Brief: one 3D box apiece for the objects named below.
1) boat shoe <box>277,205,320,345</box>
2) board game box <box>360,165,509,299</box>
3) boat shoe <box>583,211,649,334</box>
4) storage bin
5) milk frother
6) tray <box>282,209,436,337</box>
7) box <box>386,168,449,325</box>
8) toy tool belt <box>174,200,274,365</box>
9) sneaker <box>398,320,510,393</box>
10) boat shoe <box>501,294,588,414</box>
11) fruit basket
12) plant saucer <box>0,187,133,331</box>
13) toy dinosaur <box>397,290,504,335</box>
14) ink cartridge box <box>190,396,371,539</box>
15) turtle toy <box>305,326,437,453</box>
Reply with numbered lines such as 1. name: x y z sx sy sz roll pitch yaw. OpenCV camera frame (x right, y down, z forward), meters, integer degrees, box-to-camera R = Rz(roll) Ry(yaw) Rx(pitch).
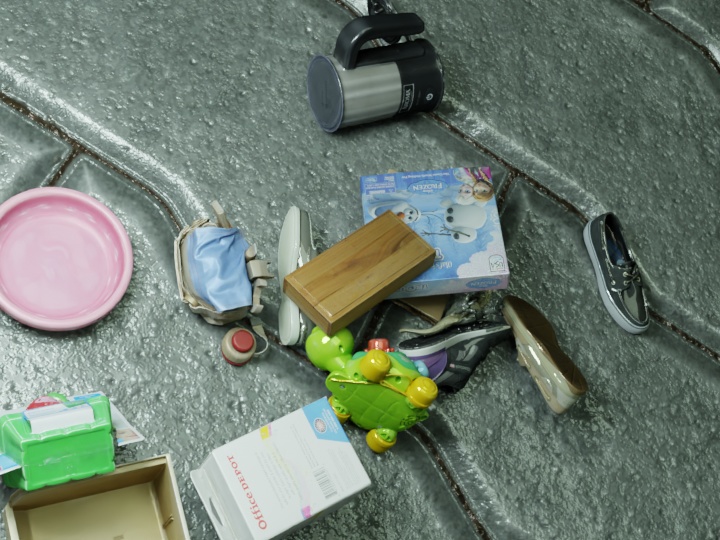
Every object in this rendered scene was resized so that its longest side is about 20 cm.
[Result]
1. boat shoe: -0.080 0.009 1.671 0.060 0.072 0.204 6 70 -21
2. board game box: 0.105 -0.058 1.727 0.198 0.044 0.201 -5 57 -2
3. boat shoe: 0.414 0.002 1.882 0.068 0.057 0.202 -12 71 -26
4. storage bin: -0.307 0.347 1.405 0.197 0.094 0.202 -9 70 -26
5. milk frother: 0.003 -0.332 1.843 0.186 0.182 0.200 -14 29 -27
6. tray: 0.000 0.000 1.626 0.199 0.037 0.099 -33 63 -30
7. box: 0.079 -0.038 1.785 0.162 0.021 0.201 28 60 -7
8. toy tool belt: -0.179 0.017 1.594 0.124 0.123 0.202 -13 72 -26
9. sneaker: 0.139 0.129 1.717 0.198 0.075 0.089 -14 100 -34
10. boat shoe: 0.260 0.122 1.755 0.072 0.065 0.201 4 43 -43
11. fruit basket: -0.372 0.185 1.408 0.183 0.200 0.095 -9 111 -25
12. plant saucer: -0.403 -0.011 1.559 0.198 0.051 0.203 9 63 -17
13. toy dinosaur: 0.151 0.061 1.711 0.199 0.088 0.048 -19 89 -44
14. ink cartridge box: -0.114 0.272 1.500 0.199 0.125 0.129 -22 75 -29
15. turtle toy: 0.011 0.147 1.610 0.199 0.146 0.101 32 36 -11
